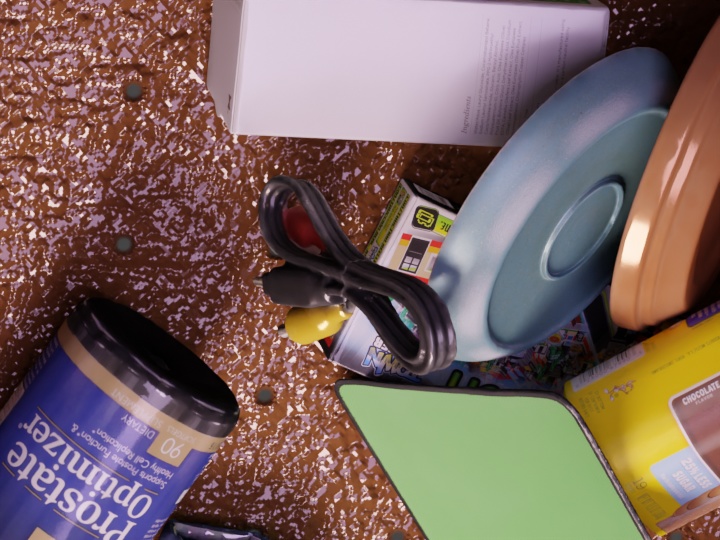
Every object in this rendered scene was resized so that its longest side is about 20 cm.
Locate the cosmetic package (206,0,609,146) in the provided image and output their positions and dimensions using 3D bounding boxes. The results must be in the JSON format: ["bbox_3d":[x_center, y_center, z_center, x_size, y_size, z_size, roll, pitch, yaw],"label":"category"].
[{"bbox_3d":[0.022,-0.118,1.412,0.198,0.108,0.086,3,108,-14],"label":"cosmetic package"}]

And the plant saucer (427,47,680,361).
[{"bbox_3d":[0.111,-0.028,1.397,0.027,0.200,0.201,39,99,24],"label":"plant saucer"}]

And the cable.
[{"bbox_3d":[0.000,0.000,1.401,0.050,0.199,0.098,-7,99,-33],"label":"cable"}]

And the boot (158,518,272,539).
[{"bbox_3d":[-0.036,0.212,1.526,0.199,0.073,0.091,16,110,-16],"label":"boot"}]

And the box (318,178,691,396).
[{"bbox_3d":[0.088,0.038,1.516,0.199,0.035,0.111,24,102,-18],"label":"box"}]

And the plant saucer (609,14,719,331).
[{"bbox_3d":[0.192,-0.057,1.425,0.037,0.200,0.202,23,104,16],"label":"plant saucer"}]

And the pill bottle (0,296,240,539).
[{"bbox_3d":[-0.165,0.124,1.450,0.111,0.112,0.201,33,98,-20],"label":"pill bottle"}]

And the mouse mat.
[{"bbox_3d":[0.082,0.125,1.469,0.008,0.199,0.162,-45,118,-29],"label":"mouse mat"}]

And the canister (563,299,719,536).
[{"bbox_3d":[0.225,0.061,1.448,0.199,0.087,0.148,-29,155,11],"label":"canister"}]
